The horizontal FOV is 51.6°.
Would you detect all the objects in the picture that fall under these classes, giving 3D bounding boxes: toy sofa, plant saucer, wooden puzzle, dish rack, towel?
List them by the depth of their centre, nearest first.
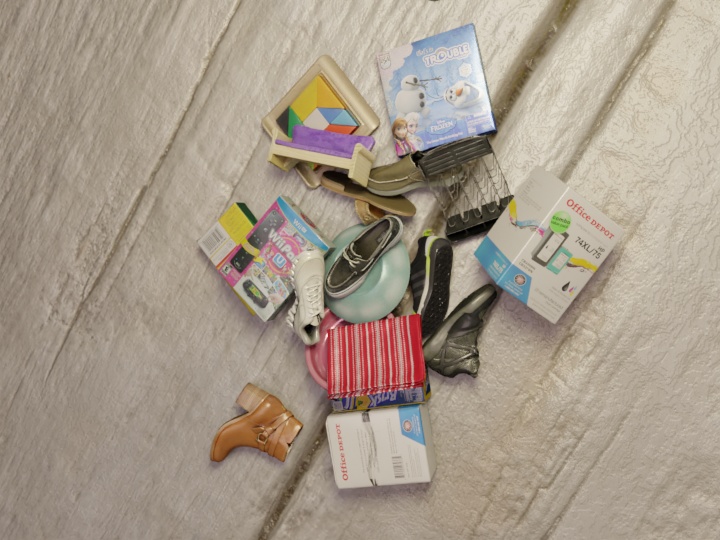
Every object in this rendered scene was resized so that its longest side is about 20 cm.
[{"bbox_3d":[0.197,-0.151,1.359,0.150,0.201,0.056,-19,45,17],"label":"dish rack"},{"bbox_3d":[0.027,0.161,1.404,0.195,0.023,0.148,-11,58,16],"label":"towel"},{"bbox_3d":[-0.073,-0.231,1.423,0.195,0.083,0.100,14,88,23],"label":"toy sofa"},{"bbox_3d":[0.000,0.000,1.463,0.196,0.039,0.207,-5,76,22],"label":"plant saucer"},{"bbox_3d":[-0.013,0.152,1.468,0.195,0.051,0.205,-9,59,16],"label":"plant saucer"},{"bbox_3d":[-0.085,-0.298,1.496,0.199,0.037,0.186,-41,82,16],"label":"wooden puzzle"}]

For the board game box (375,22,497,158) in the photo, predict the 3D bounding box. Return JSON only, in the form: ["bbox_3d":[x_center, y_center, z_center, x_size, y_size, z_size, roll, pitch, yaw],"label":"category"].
[{"bbox_3d":[0.144,-0.339,1.420,0.195,0.043,0.205,-13,89,18],"label":"board game box"}]

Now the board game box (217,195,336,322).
[{"bbox_3d":[-0.166,-0.024,1.479,0.147,0.064,0.201,44,100,8],"label":"board game box"}]

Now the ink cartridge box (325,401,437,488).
[{"bbox_3d":[0.042,0.344,1.486,0.194,0.084,0.149,-9,92,17],"label":"ink cartridge box"}]

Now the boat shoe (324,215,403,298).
[{"bbox_3d":[-0.004,-0.033,1.410,0.201,0.071,0.072,-48,66,11],"label":"boat shoe"}]

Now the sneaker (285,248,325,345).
[{"bbox_3d":[-0.094,0.053,1.421,0.081,0.073,0.204,-126,34,-46],"label":"sneaker"}]

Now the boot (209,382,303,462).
[{"bbox_3d":[-0.221,0.358,1.582,0.153,0.077,0.203,33,96,7],"label":"boot"}]

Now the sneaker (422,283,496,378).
[{"bbox_3d":[0.210,0.125,1.425,0.114,0.076,0.201,40,99,-1],"label":"sneaker"}]

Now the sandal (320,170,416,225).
[{"bbox_3d":[0.011,-0.127,1.474,0.208,0.078,0.071,24,122,16],"label":"sandal"}]

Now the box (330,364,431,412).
[{"bbox_3d":[0.038,0.236,1.486,0.194,0.070,0.066,-9,91,17],"label":"box"}]

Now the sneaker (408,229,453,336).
[{"bbox_3d":[0.130,0.024,1.456,0.082,0.070,0.206,25,108,48],"label":"sneaker"}]

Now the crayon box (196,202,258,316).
[{"bbox_3d":[-0.235,-0.024,1.557,0.126,0.051,0.201,-40,82,15],"label":"crayon box"}]

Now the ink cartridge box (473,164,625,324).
[{"bbox_3d":[0.327,-0.049,1.311,0.145,0.147,0.202,31,104,-19],"label":"ink cartridge box"}]

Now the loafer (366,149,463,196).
[{"bbox_3d":[0.097,-0.197,1.418,0.194,0.076,0.071,-8,130,17],"label":"loafer"}]
